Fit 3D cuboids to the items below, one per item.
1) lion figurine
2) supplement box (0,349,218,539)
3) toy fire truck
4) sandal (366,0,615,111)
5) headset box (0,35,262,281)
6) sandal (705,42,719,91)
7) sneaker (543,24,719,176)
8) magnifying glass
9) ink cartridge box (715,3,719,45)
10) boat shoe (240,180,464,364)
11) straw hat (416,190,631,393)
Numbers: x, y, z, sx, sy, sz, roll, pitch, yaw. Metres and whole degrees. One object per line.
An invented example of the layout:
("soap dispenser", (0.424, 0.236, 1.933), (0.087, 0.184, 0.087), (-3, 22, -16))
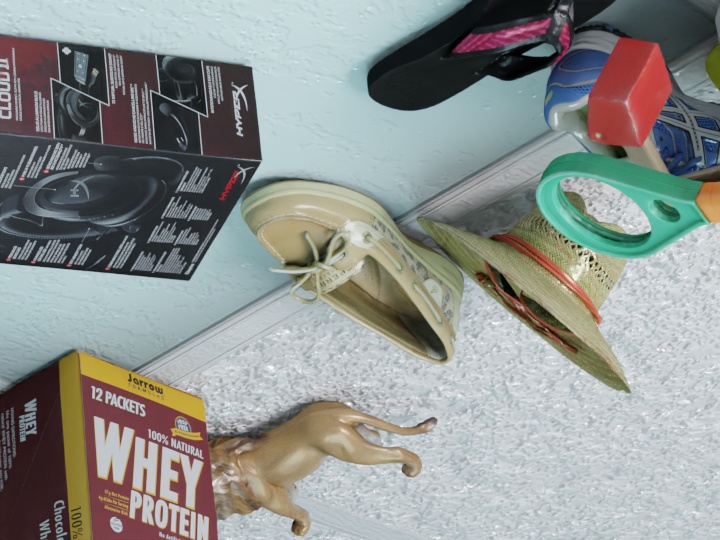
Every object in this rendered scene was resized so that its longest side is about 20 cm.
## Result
("lion figurine", (-0.050, 0.142, 2.078), (0.200, 0.073, 0.122), (-35, 132, 17))
("supplement box", (-0.222, 0.199, 1.995), (0.200, 0.198, 0.133), (-29, 144, 32))
("toy fire truck", (0.217, -0.044, 1.581), (0.141, 0.049, 0.200), (13, 147, 27))
("sandal", (0.087, -0.136, 1.635), (0.075, 0.045, 0.200), (22, 139, -40))
("headset box", (-0.179, -0.068, 1.665), (0.199, 0.077, 0.149), (6, 147, -20))
("sandal", (0.290, -0.080, 1.738), (0.079, 0.087, 0.200), (-28, 146, 29))
("sneaker", (0.196, -0.068, 1.652), (0.200, 0.077, 0.076), (30, 130, 3))
("magnifying glass", (0.183, -0.037, 1.549), (0.200, 0.022, 0.080), (-2, 138, 45))
("ink cartridge box", (0.291, -0.156, 1.561), (0.125, 0.129, 0.200), (-3, 151, -6))
("boat shoe", (0.000, 0.000, 1.828), (0.200, 0.063, 0.073), (27, 138, -37))
("straw hat", (0.136, -0.007, 1.821), (0.085, 0.201, 0.201), (-50, 144, -4))
